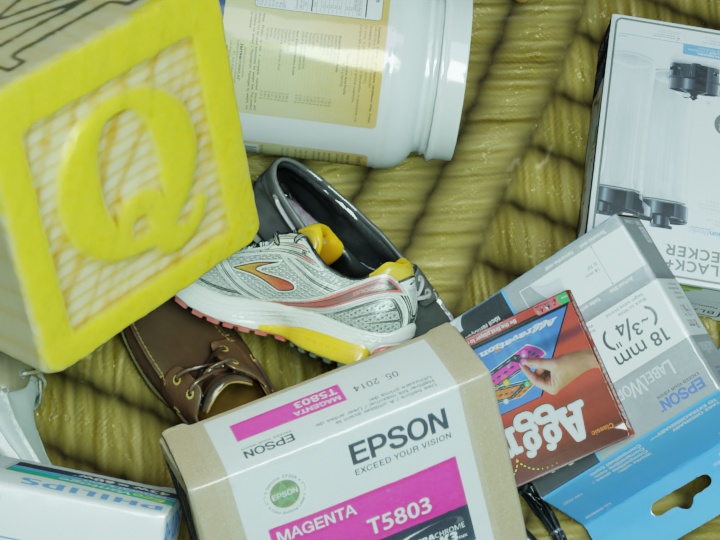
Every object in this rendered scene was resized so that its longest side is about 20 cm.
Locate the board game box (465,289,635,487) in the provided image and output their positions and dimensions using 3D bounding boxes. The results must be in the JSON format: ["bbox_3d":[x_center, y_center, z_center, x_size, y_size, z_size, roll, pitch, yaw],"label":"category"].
[{"bbox_3d":[0.070,0.101,1.250,0.199,0.019,0.104,-27,83,18],"label":"board game box"}]

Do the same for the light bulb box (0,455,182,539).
[{"bbox_3d":[-0.222,0.219,1.156,0.196,0.125,0.202,11,90,-1],"label":"light bulb box"}]

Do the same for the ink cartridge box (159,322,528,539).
[{"bbox_3d":[-0.004,0.149,1.165,0.198,0.075,0.166,-20,118,-10],"label":"ink cartridge box"}]

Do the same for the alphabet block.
[{"bbox_3d":[-0.208,-0.084,1.202,0.199,0.197,0.196,19,43,38],"label":"alphabet block"}]

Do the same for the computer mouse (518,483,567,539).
[{"bbox_3d":[0.063,0.134,1.288,0.199,0.034,0.059,38,71,9],"label":"computer mouse"}]

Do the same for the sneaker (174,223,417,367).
[{"bbox_3d":[-0.049,0.002,1.272,0.198,0.078,0.083,16,102,18],"label":"sneaker"}]

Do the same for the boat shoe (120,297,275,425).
[{"bbox_3d":[-0.094,0.079,1.277,0.072,0.068,0.201,-34,76,-15],"label":"boat shoe"}]

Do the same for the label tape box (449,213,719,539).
[{"bbox_3d":[0.169,0.084,1.258,0.144,0.063,0.201,-34,78,17],"label":"label tape box"}]

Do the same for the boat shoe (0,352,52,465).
[{"bbox_3d":[-0.245,0.069,1.266,0.068,0.075,0.201,-32,75,-8],"label":"boat shoe"}]

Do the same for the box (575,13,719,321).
[{"bbox_3d":[0.221,-0.075,1.360,0.115,0.060,0.202,10,70,0],"label":"box"}]

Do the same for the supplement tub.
[{"bbox_3d":[-0.027,-0.149,1.324,0.198,0.145,0.146,7,70,-2],"label":"supplement tub"}]

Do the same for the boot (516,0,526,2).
[{"bbox_3d":[0.066,-0.236,1.397,0.144,0.201,0.071,35,24,-26],"label":"boot"}]

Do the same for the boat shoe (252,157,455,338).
[{"bbox_3d":[0.000,0.000,1.310,0.200,0.057,0.067,40,48,10],"label":"boat shoe"}]

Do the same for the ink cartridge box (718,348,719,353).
[{"bbox_3d":[0.330,0.116,1.296,0.116,0.067,0.200,-38,76,-16],"label":"ink cartridge box"}]
